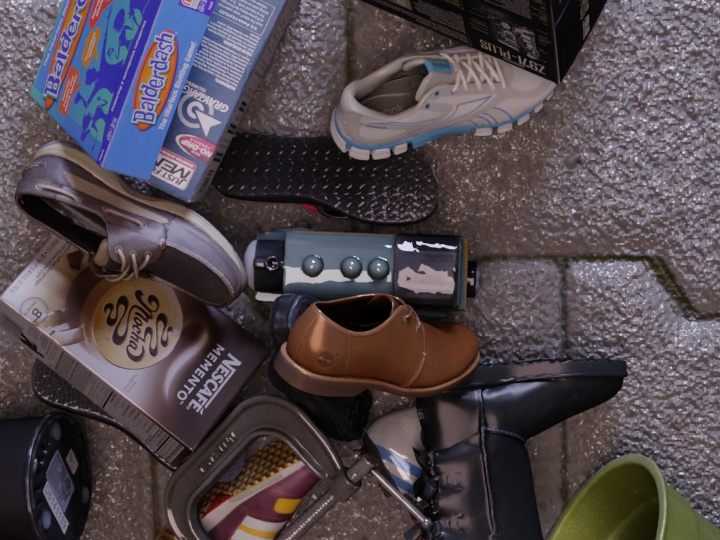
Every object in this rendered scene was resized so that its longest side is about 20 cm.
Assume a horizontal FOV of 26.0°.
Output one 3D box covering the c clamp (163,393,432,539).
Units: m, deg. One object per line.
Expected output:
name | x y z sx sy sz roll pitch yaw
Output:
c clamp | -0.067 0.194 1.273 0.200 0.027 0.171 -40 87 25

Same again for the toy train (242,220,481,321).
toy train | 0.000 0.000 1.272 0.199 0.114 0.086 4 85 3

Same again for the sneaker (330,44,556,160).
sneaker | 0.073 -0.146 1.242 0.199 0.087 0.075 -20 74 -6

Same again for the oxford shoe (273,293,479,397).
oxford shoe | 0.028 0.052 1.196 0.071 0.200 0.071 41 118 36

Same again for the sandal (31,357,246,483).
sandal | -0.187 0.119 1.349 0.200 0.043 0.076 28 73 -1

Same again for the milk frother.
milk frother | -0.339 0.226 1.291 0.187 0.200 0.181 -5 109 16

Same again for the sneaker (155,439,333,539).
sneaker | -0.088 0.221 1.352 0.200 0.075 0.090 -36 102 16

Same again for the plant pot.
plant pot | 0.266 0.284 1.288 0.190 0.200 0.200 28 101 -13

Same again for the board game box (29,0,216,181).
board game box | -0.190 -0.174 1.221 0.045 0.200 0.153 15 103 -32

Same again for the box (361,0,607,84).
box | 0.077 -0.245 1.168 0.200 0.164 0.086 26 76 18

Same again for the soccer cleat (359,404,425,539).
soccer cleat | 0.079 0.204 1.334 0.086 0.070 0.200 -32 100 -1

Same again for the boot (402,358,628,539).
boot | 0.130 0.156 1.288 0.197 0.073 0.163 -4 86 -11

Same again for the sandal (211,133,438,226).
sandal | -0.028 -0.078 1.303 0.199 0.045 0.075 9 76 16

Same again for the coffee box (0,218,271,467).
coffee box | -0.190 0.055 1.294 0.200 0.080 0.113 38 66 -2

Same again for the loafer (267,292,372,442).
loafer | -0.045 0.081 1.271 0.070 0.201 0.068 8 61 19

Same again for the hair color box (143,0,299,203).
hair color box | -0.115 -0.156 1.250 0.060 0.100 0.201 26 92 -1

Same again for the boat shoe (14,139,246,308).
boat shoe | -0.186 -0.022 1.234 0.200 0.073 0.075 30 139 4
